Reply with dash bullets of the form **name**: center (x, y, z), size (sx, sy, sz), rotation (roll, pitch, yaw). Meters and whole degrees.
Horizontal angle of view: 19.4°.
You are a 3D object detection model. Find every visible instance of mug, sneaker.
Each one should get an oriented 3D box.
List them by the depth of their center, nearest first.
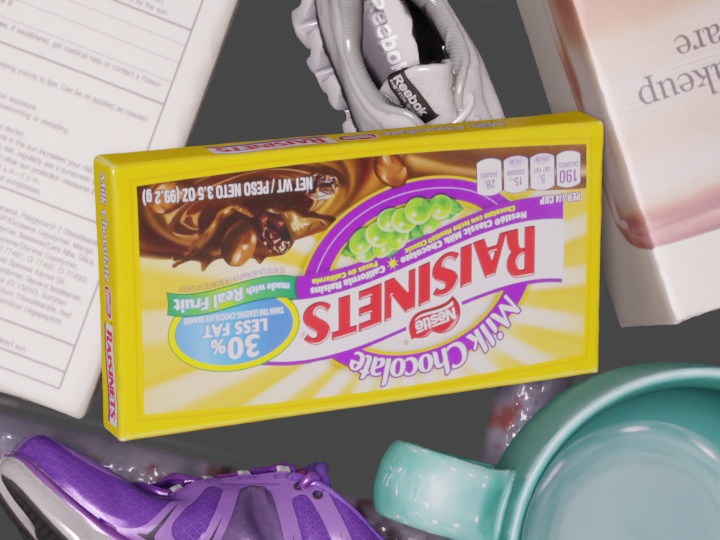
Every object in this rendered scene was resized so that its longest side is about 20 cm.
- **mug**: center (0.111, 0.100, 0.824), size (0.152, 0.114, 0.185), rotation (-41, 93, -5)
- **sneaker**: center (0.032, -0.045, 0.840), size (0.075, 0.081, 0.201), rotation (-27, 93, -7)
- **sneaker**: center (-0.051, 0.107, 0.842), size (0.199, 0.081, 0.084), rotation (23, 73, -14)

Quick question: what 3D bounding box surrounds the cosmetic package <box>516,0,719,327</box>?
- **cosmetic package**: center (0.129, -0.087, 0.844), size (0.103, 0.087, 0.201), rotation (-19, 91, -7)

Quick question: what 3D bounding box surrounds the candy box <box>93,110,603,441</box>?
- **candy box**: center (0.000, 0.000, 0.783), size (0.199, 0.026, 0.103), rotation (-7, 108, -24)

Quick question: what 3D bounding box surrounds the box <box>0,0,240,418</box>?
- **box**: center (-0.130, -0.058, 0.810), size (0.127, 0.109, 0.201), rotation (21, 87, -5)
